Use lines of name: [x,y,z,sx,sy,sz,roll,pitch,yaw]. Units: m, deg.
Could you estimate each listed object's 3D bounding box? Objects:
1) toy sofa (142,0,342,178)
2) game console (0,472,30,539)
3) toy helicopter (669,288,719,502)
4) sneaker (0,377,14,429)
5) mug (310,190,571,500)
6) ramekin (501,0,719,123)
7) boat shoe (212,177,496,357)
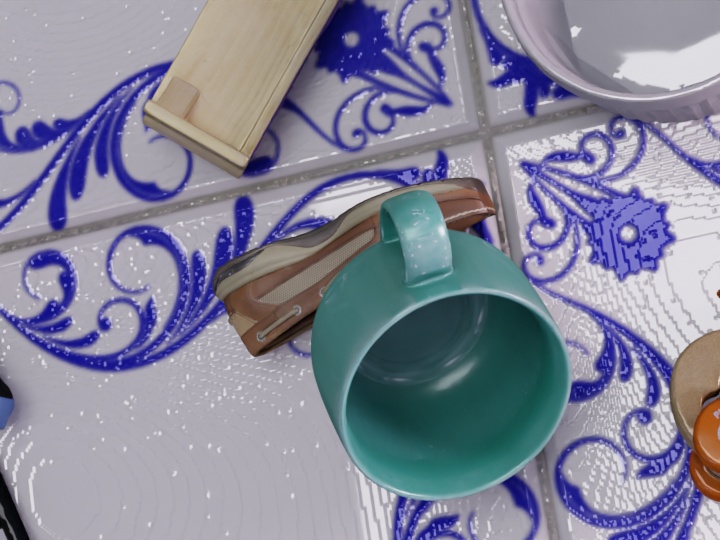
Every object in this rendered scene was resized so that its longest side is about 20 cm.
toy sofa: [-0.069,-0.170,1.459,0.083,0.098,0.201,29,88,-4]
game console: [-0.298,0.241,1.464,0.176,0.031,0.200,-30,71,6]
toy helicopter: [0.291,0.066,1.301,0.199,0.079,0.133,-4,68,6]
sneaker: [-0.310,0.031,1.488,0.200,0.070,0.078,36,95,21]
mug: [0.051,0.037,1.321,0.186,0.151,0.115,-66,25,21]
ramekin: [0.195,-0.189,1.358,0.199,0.105,0.201,-4,77,16]
boat shoe: [0.000,0.000,1.401,0.199,0.076,0.074,-23,79,18]
